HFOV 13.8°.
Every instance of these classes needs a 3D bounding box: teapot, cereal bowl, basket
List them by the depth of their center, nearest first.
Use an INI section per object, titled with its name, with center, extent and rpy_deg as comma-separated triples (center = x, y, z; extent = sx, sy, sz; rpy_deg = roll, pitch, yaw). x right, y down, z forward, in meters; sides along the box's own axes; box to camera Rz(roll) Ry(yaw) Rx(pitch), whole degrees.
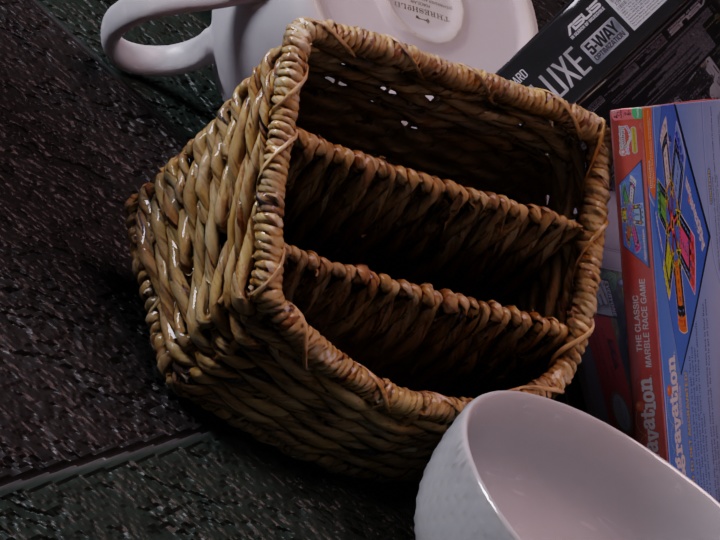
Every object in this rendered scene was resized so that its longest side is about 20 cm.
[cereal bowl]
center = 0.102, 0.146, 1.291
extent = 0.200, 0.083, 0.200
rpy_deg = 32, 20, -13
[basket]
center = 0.017, -0.001, 1.348
extent = 0.200, 0.149, 0.143
rpy_deg = 18, 43, -37
[teapot]
center = -0.013, -0.120, 1.620
extent = 0.200, 0.146, 0.197
rpy_deg = 50, 45, -11

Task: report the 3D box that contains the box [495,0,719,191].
[box]
center = 0.116, -0.071, 1.571
extent = 0.050, 0.200, 0.158
rpy_deg = 48, 5, 25

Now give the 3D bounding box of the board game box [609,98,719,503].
[board game box]
center = 0.155, 0.020, 1.436
extent = 0.019, 0.201, 0.103
rpy_deg = -3, 4, 27

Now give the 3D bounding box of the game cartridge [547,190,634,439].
[game cartridge]
center = 0.133, 0.050, 1.500
extent = 0.133, 0.041, 0.201
rpy_deg = 12, 60, -55
